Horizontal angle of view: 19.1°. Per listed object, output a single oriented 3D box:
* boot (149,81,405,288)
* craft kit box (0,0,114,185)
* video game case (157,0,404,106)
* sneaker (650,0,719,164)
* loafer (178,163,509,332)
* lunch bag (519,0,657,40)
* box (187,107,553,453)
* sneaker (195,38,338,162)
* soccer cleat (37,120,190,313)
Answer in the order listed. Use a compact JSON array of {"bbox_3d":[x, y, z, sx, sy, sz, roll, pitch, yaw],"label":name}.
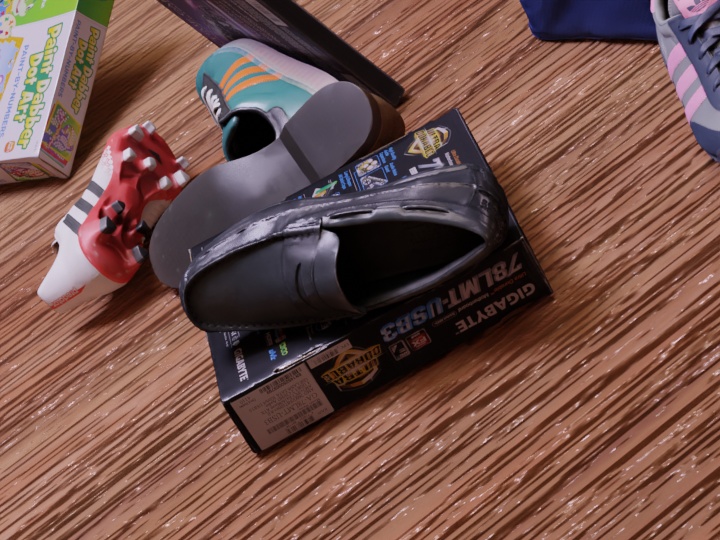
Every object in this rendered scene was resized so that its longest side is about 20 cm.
[{"bbox_3d":[-0.053,-0.048,1.433,0.200,0.074,0.075,-35,-19,20],"label":"boot"},{"bbox_3d":[-0.302,-0.164,1.789,0.197,0.048,0.201,-5,64,34],"label":"craft kit box"},{"bbox_3d":[-0.072,-0.174,1.563,0.200,0.143,0.019,20,77,57],"label":"video game case"},{"bbox_3d":[0.209,-0.127,1.260,0.070,0.082,0.200,-28,27,5],"label":"sneaker"},{"bbox_3d":[-0.013,-0.006,1.198,0.200,0.068,0.070,-17,23,17],"label":"loafer"},{"bbox_3d":[0.178,-0.243,1.431,0.200,0.132,0.136,6,45,51],"label":"lunch bag"},{"bbox_3d":[0.000,0.000,1.295,0.198,0.050,0.200,-27,29,4],"label":"box"},{"bbox_3d":[-0.079,-0.112,1.541,0.080,0.071,0.200,-37,28,-18],"label":"sneaker"},{"bbox_3d":[-0.179,-0.040,1.530,0.085,0.069,0.200,-35,21,24],"label":"soccer cleat"}]
